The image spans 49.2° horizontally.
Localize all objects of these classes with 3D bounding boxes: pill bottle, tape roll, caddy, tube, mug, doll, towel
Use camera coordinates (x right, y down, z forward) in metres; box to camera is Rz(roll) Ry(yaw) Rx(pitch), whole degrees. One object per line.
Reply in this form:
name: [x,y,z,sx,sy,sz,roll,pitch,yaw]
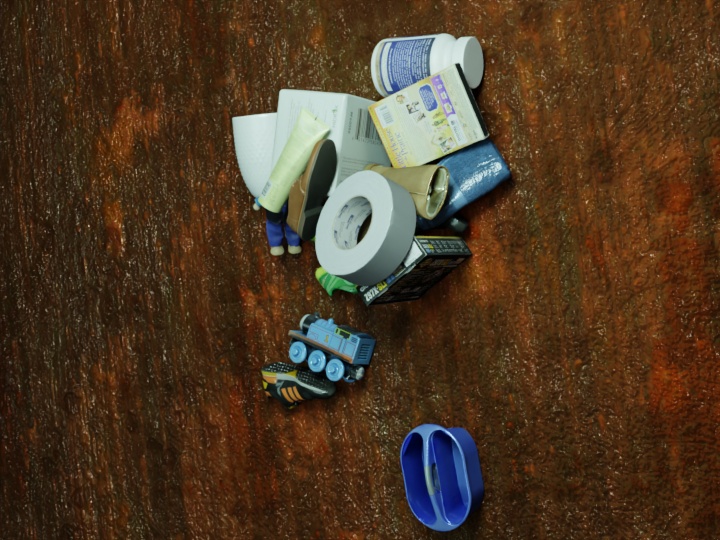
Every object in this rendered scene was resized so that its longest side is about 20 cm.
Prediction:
pill bottle: [0.130,-0.395,1.520,0.199,0.115,0.117,6,93,34]
tape roll: [0.006,-0.076,1.427,0.199,0.066,0.202,-24,56,40]
caddy: [0.153,0.394,1.513,0.140,0.105,0.202,-14,82,32]
tube: [-0.129,-0.206,1.502,0.058,0.052,0.201,25,109,-14]
mug: [-0.212,-0.255,1.743,0.199,0.147,0.177,11,109,56]
doll: [-0.162,-0.129,1.696,0.049,0.135,0.201,-100,7,-52]
towel: [0.179,-0.167,1.484,0.199,0.049,0.112,-32,56,11]

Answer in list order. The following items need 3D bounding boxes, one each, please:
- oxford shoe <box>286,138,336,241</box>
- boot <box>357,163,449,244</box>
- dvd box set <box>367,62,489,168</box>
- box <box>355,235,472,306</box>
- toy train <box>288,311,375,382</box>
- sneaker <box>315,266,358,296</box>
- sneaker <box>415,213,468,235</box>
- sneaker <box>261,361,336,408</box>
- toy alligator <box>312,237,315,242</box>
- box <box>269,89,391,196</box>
oxford shoe: [-0.100,-0.158,1.470,0.071,0.071,0.201,34,118,29]
boot: [0.065,-0.118,1.476,0.199,0.066,0.177,15,95,50]
dvd box set: [0.125,-0.281,1.481,0.199,0.029,0.147,-20,99,33]
box: [0.104,0.000,1.489,0.160,0.199,0.050,-43,70,26]
toy train: [-0.065,0.162,1.676,0.199,0.086,0.115,21,92,34]
sneaker: [0.000,0.000,1.645,0.199,0.074,0.084,-19,100,33]
sneaker: [0.119,-0.097,1.565,0.199,0.060,0.105,38,108,33]
sneaker: [-0.133,0.266,1.736,0.199,0.070,0.091,11,111,33]
toy alligator: [-0.033,-0.086,1.671,0.199,0.060,0.054,-20,121,31]
box: [-0.054,-0.250,1.592,0.170,0.198,0.202,13,99,32]
